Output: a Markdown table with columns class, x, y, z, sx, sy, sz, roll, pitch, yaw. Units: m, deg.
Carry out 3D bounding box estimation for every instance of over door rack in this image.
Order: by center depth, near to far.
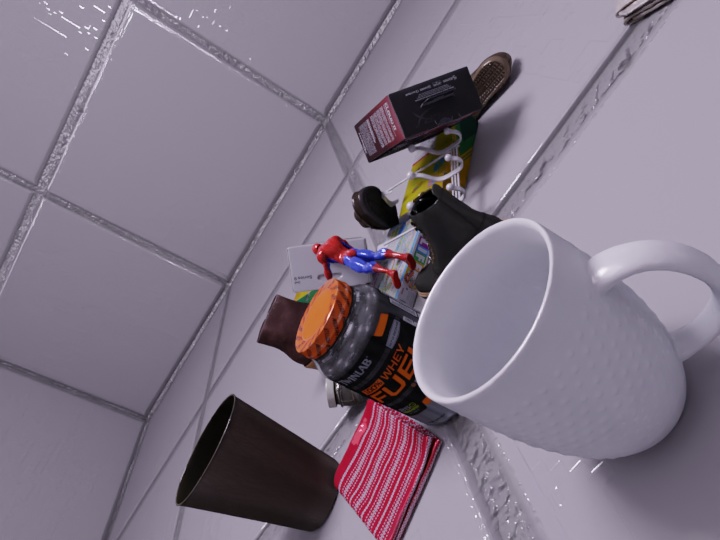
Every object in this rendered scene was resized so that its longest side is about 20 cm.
| class | x | y | z | sx | sy | sz | roll | pitch | yaw |
| --- | --- | --- | --- | --- | --- | --- | --- | --- | --- |
| over door rack | 0.087 | -0.128 | 0.899 | 0.200 | 0.067 | 0.148 | -40 | 33 | 43 |

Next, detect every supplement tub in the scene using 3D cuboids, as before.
| class | x | y | z | sx | sy | sz | roll | pitch | yaw |
| --- | --- | --- | --- | --- | --- | --- | --- | --- | --- |
| supplement tub | 0.031 | 0.096 | 0.661 | 0.123 | 0.200 | 0.123 | -51 | 21 | 29 |

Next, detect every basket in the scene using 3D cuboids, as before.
| class | x | y | z | sx | sy | sz | roll | pitch | yaw |
| --- | --- | --- | --- | --- | --- | --- | --- | --- | --- |
| basket | -0.145 | 0.305 | 0.822 | 0.181 | 0.200 | 0.136 | -57 | 18 | 11 |

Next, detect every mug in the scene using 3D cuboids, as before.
| class | x | y | z | sx | sy | sz | roll | pitch | yaw |
| --- | --- | --- | --- | --- | --- | --- | --- | --- | --- |
| mug | 0.167 | 0.051 | 0.404 | 0.200 | 0.175 | 0.148 | -45 | 24 | 38 |

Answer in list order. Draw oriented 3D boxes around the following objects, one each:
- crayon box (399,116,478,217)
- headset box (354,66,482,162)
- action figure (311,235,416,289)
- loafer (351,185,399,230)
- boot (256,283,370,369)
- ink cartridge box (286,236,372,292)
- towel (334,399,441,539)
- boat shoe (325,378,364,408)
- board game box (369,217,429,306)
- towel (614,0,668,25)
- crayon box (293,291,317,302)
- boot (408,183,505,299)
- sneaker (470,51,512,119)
| class | x | y | z | sx | sy | sz | roll | pitch | yaw |
| --- | --- | --- | --- | --- | --- | --- | --- | --- | --- |
| crayon box | 0.143 | -0.186 | 1.001 | 0.127 | 0.051 | 0.200 | -31 | 35 | 52 |
| headset box | 0.094 | -0.256 | 0.903 | 0.148 | 0.075 | 0.200 | -25 | 6 | -15 |
| action figure | 0.000 | 0.000 | 0.890 | 0.200 | 0.099 | 0.065 | 18 | 54 | 38 |
| loafer | 0.020 | -0.106 | 1.044 | 0.071 | 0.200 | 0.073 | -13 | 79 | 17 |
| boot | -0.083 | 0.081 | 1.027 | 0.200 | 0.166 | 0.072 | -63 | 14 | -4 |
| ink cartridge box | -0.056 | -0.015 | 1.044 | 0.200 | 0.146 | 0.084 | -124 | 26 | -86 |
| towel | 0.026 | 0.257 | 0.723 | 0.145 | 0.022 | 0.200 | -65 | 19 | -8 |
| boat shoe | -0.022 | 0.140 | 0.932 | 0.072 | 0.060 | 0.202 | 79 | -171 | -47 |
| board game box | 0.067 | -0.002 | 0.967 | 0.134 | 0.034 | 0.200 | -26 | 40 | 60 |
| towel | 0.400 | -0.419 | 0.691 | 0.132 | 0.034 | 0.200 | -19 | 45 | 63 |
| crayon box | -0.083 | 0.017 | 1.296 | 0.200 | 0.058 | 0.119 | -32 | 35 | 56 |
| boot | 0.103 | -0.041 | 0.764 | 0.200 | 0.138 | 0.078 | -42 | 27 | 47 |
| sneaker | 0.212 | -0.329 | 1.035 | 0.200 | 0.070 | 0.076 | -37 | 11 | 44 |
